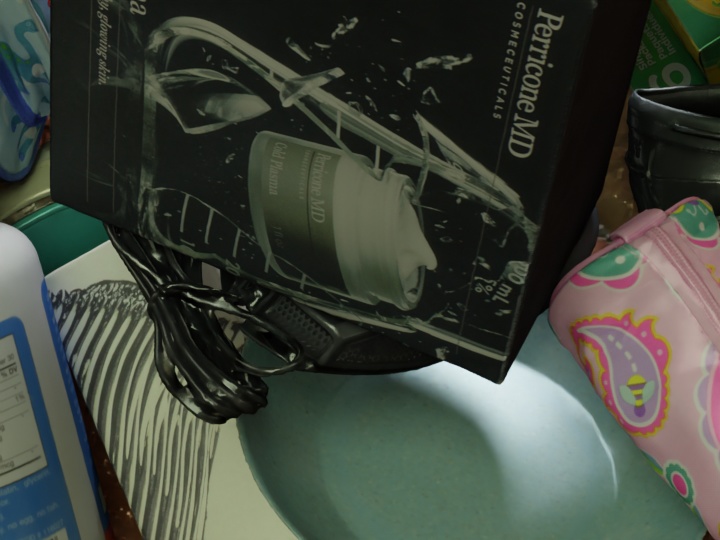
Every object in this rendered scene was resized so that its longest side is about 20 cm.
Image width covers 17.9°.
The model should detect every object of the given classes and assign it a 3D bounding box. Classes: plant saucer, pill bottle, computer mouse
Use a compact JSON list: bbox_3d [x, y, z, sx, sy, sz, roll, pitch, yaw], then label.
[{"bbox_3d":[0.045,0.070,0.925,0.200,0.039,0.202,7,46,-7],"label":"plant saucer"},{"bbox_3d":[-0.175,0.046,0.939,0.112,0.112,0.201,-10,104,11],"label":"pill bottle"},{"bbox_3d":[0.000,0.000,0.919,0.199,0.053,0.139,-12,50,-19],"label":"computer mouse"}]

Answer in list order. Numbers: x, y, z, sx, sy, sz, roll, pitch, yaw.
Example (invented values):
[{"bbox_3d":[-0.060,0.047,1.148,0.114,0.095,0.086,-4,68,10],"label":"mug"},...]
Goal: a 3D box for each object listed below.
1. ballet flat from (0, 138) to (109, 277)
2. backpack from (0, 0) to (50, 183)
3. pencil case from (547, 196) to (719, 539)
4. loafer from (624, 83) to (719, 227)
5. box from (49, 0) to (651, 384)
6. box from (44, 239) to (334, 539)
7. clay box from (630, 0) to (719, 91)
[{"bbox_3d":[-0.109,-0.040,1.020,0.199,0.069,0.070,-26,71,4],"label":"ballet flat"},{"bbox_3d":[-0.175,-0.155,0.992,0.146,0.183,0.201,-7,48,16],"label":"backpack"},{"bbox_3d":[0.158,0.067,0.871,0.087,0.087,0.200,-37,68,2],"label":"pencil case"},{"bbox_3d":[0.206,-0.058,0.929,0.199,0.068,0.071,-8,113,14],"label":"loafer"},{"bbox_3d":[-0.002,-0.094,0.832,0.196,0.201,0.124,21,49,11],"label":"box"},{"bbox_3d":[-0.058,0.079,0.966,0.082,0.068,0.201,-29,70,6],"label":"box"},{"bbox_3d":[0.180,-0.167,0.983,0.199,0.048,0.115,-32,68,3],"label":"clay box"}]
